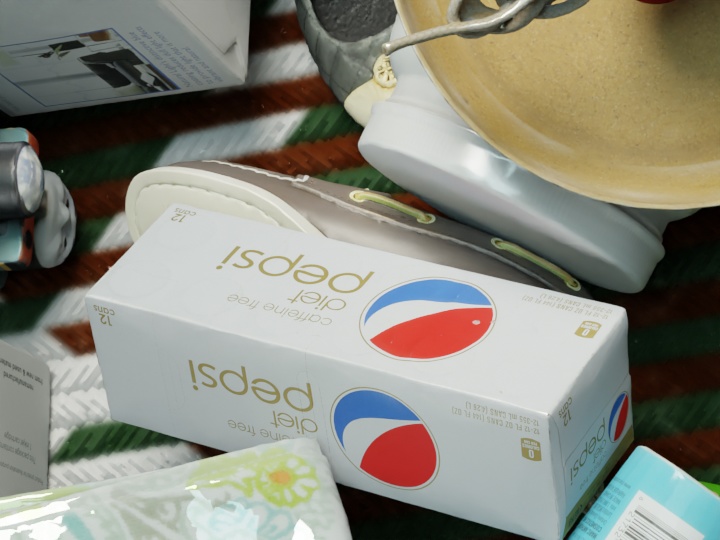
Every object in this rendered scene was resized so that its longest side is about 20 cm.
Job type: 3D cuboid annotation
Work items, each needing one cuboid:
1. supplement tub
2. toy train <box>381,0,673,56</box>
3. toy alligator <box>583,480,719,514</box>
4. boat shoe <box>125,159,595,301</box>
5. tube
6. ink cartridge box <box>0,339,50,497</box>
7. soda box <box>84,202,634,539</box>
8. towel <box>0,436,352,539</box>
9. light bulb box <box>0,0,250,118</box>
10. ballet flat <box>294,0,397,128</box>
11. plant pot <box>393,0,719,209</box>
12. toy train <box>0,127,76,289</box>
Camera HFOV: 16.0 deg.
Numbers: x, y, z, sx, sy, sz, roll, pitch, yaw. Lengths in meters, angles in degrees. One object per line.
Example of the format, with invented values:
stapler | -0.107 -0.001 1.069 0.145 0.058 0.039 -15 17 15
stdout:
supplement tub | 0.097 -0.108 0.983 0.140 0.140 0.201 25 84 19
toy train | 0.087 -0.153 0.852 0.199 0.085 0.116 -16 77 -5
toy alligator | 0.159 0.109 0.964 0.199 0.059 0.054 5 119 17
boat shoe | 0.000 0.000 1.027 0.199 0.060 0.072 21 128 22
tube | 0.062 0.157 0.912 0.200 0.050 0.077 -53 45 -3
ink cartridge box | -0.208 0.131 1.040 0.145 0.088 0.201 -5 74 15
soda box | -0.001 0.036 0.960 0.199 0.064 0.068 13 41 28
towel | -0.069 0.163 0.888 0.170 0.048 0.201 -12 64 -11
light bulb box | -0.155 -0.174 1.056 0.199 0.125 0.199 -7 68 21
ballet flat | -0.007 -0.145 1.065 0.066 0.057 0.201 -19 73 10
plant pot | 0.106 -0.120 0.901 0.199 0.027 0.201 0 87 -4
toy train | -0.217 -0.025 1.065 0.199 0.114 0.086 -4 74 13
